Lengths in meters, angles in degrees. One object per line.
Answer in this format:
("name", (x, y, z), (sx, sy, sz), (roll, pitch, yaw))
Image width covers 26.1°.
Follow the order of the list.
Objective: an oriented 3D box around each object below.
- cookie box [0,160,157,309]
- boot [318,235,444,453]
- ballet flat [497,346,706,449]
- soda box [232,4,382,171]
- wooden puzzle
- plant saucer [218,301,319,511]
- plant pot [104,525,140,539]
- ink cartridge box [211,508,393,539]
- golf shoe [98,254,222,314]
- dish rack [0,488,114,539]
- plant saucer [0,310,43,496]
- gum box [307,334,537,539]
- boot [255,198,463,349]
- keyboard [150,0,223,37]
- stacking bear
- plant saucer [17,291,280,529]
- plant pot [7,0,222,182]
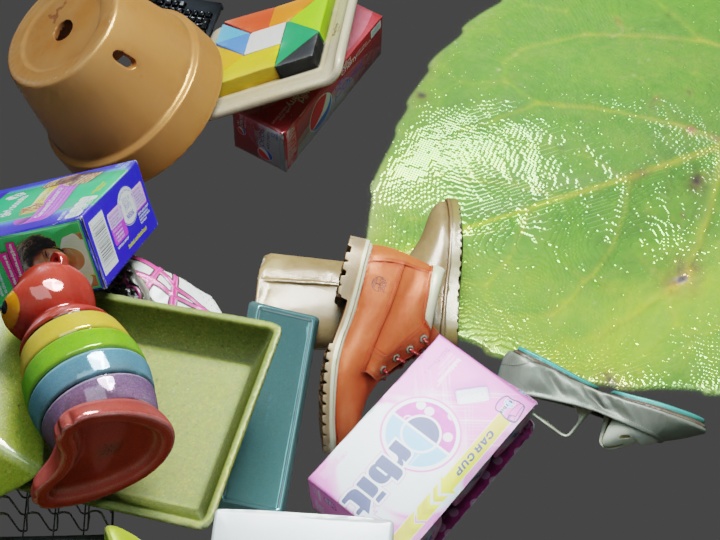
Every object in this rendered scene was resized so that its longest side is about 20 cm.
("cookie box", (-0.312, -0.027, 1.444), (0.198, 0.076, 0.171), (-12, 19, 13))
("boot", (0.018, 0.077, 1.439), (0.106, 0.075, 0.202), (14, 85, -4))
("ballet flat", (0.220, 0.133, 1.451), (0.199, 0.067, 0.064), (21, 85, 13))
("soda box", (-0.055, -0.204, 1.660), (0.070, 0.064, 0.200), (27, 59, 16))
("wooden puzzle", (-0.096, -0.229, 1.614), (0.199, 0.037, 0.186), (-19, 35, 22))
("plant saucer", (-0.085, 0.127, 1.427), (0.069, 0.019, 0.202), (14, 68, -11))
("plant pot", (-0.236, 0.328, 1.222), (0.180, 0.200, 0.201), (-13, 56, -18))
("ink cartridge box", (-0.047, 0.301, 1.237), (0.143, 0.201, 0.146), (2, 55, 3))
("golf shoe", (-0.187, 0.041, 1.497), (0.200, 0.073, 0.092), (41, 31, 29))
("dish rack", (-0.289, 0.191, 1.392), (0.152, 0.055, 0.201), (-2, 56, -2))
("plant saucer", (-0.367, 0.131, 1.355), (0.199, 0.048, 0.201), (-28, 41, 16))
("gum box", (0.060, 0.163, 1.404), (0.113, 0.066, 0.200), (35, 66, 21))
("boot", (0.000, 0.000, 1.522), (0.198, 0.066, 0.176), (4, 58, 2))
("keyboard", (-0.254, -0.299, 1.723), (0.198, 0.040, 0.105), (9, 55, 11))
("stacking bear", (-0.238, 0.077, 1.290), (0.113, 0.122, 0.201), (-3, 49, -34))
("plant saucer", (-0.185, 0.127, 1.353), (0.198, 0.048, 0.201), (9, 58, 17))
("plant pot", (-0.258, -0.200, 1.558), (0.199, 0.140, 0.201), (-17, 53, 25))
